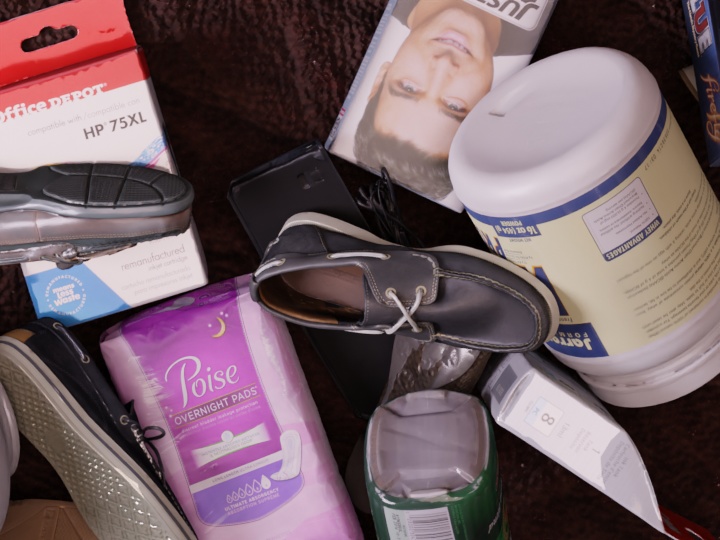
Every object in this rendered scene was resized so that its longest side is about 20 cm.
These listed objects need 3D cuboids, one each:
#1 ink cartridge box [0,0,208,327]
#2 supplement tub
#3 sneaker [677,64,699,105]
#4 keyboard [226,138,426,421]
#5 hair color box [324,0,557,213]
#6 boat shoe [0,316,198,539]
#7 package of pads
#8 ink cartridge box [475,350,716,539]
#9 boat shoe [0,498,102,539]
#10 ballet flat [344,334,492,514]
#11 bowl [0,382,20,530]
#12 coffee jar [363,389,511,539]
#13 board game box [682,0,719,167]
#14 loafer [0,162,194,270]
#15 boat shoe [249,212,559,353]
[{"bbox_3d":[-0.181,-0.073,1.713,0.115,0.067,0.201,-17,97,-1],"label":"ink cartridge box"},{"bbox_3d":[0.158,-0.025,1.682,0.145,0.145,0.200,-32,120,0],"label":"supplement tub"},{"bbox_3d":[0.308,-0.086,1.747,0.090,0.067,0.200,-42,94,6],"label":"sneaker"},{"bbox_3d":[0.000,0.000,1.737,0.104,0.040,0.201,-22,115,16],"label":"keyboard"},{"bbox_3d":[0.062,-0.150,1.727,0.099,0.061,0.201,24,94,-6],"label":"hair color box"},{"bbox_3d":[-0.162,0.113,1.678,0.200,0.074,0.062,52,46,-8],"label":"boat shoe"},{"bbox_3d":[-0.084,0.112,1.735,0.120,0.076,0.201,-20,96,-1],"label":"package of pads"},{"bbox_3d":[0.171,0.119,1.712,0.199,0.160,0.047,32,94,-7],"label":"ink cartridge box"},{"bbox_3d":[-0.250,0.182,1.735,0.199,0.065,0.072,7,52,6],"label":"boat shoe"},{"bbox_3d":[0.048,0.077,1.730,0.067,0.046,0.201,40,119,32],"label":"ballet flat"},{"bbox_3d":[-0.277,0.104,1.648,0.090,0.201,0.202,-24,98,-35],"label":"bowl"},{"bbox_3d":[0.056,0.181,1.700,0.085,0.105,0.201,-6,131,5],"label":"coffee jar"},{"bbox_3d":[0.311,-0.135,1.708,0.199,0.035,0.136,-1,72,-21],"label":"board game box"},{"bbox_3d":[-0.202,-0.029,1.658,0.198,0.072,0.063,1,117,5],"label":"loafer"},{"bbox_3d":[0.027,0.020,1.653,0.199,0.068,0.072,14,123,20],"label":"boat shoe"}]
